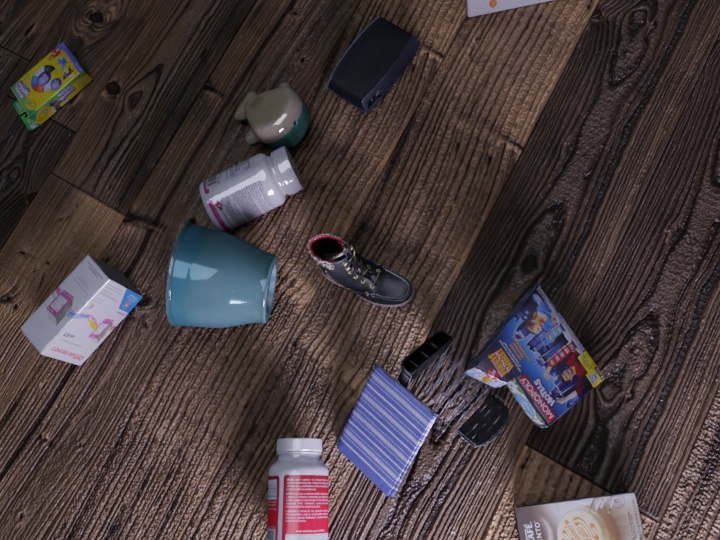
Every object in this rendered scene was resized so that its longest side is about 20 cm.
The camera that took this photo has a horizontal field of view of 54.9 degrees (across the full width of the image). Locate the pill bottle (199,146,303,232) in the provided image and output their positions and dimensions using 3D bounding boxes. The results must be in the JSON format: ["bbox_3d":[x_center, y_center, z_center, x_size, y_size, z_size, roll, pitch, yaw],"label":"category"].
[{"bbox_3d":[-0.224,-0.171,1.442,0.196,0.114,0.116,-25,69,5],"label":"pill bottle"}]

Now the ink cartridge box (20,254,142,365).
[{"bbox_3d":[-0.570,0.086,1.426,0.084,0.145,0.200,41,85,19],"label":"ink cartridge box"}]

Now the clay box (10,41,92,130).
[{"bbox_3d":[-0.763,-0.447,1.687,0.199,0.048,0.115,-41,68,-3],"label":"clay box"}]

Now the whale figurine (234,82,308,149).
[{"bbox_3d":[-0.191,-0.330,1.506,0.198,0.104,0.161,24,78,44],"label":"whale figurine"}]

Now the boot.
[{"bbox_3d":[-0.001,0.001,1.315,0.199,0.154,0.075,20,78,18],"label":"boot"}]

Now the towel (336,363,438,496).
[{"bbox_3d":[0.044,0.288,1.236,0.144,0.024,0.203,36,117,23],"label":"towel"}]

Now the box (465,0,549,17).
[{"bbox_3d":[0.309,-0.637,1.441,0.194,0.152,0.109,-7,72,10],"label":"box"}]

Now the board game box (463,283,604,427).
[{"bbox_3d":[0.291,0.164,1.217,0.197,0.062,0.202,-31,81,-18],"label":"board game box"}]

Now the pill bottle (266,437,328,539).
[{"bbox_3d":[-0.111,0.407,1.238,0.109,0.112,0.206,-4,72,12],"label":"pill bottle"}]

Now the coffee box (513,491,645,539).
[{"bbox_3d":[0.358,0.436,1.137,0.195,0.080,0.117,-11,70,9],"label":"coffee box"}]

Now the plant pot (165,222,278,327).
[{"bbox_3d":[-0.261,0.021,1.360,0.183,0.200,0.206,9,74,-1],"label":"plant pot"}]

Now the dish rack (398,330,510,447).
[{"bbox_3d":[0.173,0.211,1.223,0.199,0.055,0.152,39,41,20],"label":"dish rack"}]

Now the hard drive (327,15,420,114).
[{"bbox_3d":[0.026,-0.454,1.509,0.134,0.042,0.202,36,84,20],"label":"hard drive"}]
